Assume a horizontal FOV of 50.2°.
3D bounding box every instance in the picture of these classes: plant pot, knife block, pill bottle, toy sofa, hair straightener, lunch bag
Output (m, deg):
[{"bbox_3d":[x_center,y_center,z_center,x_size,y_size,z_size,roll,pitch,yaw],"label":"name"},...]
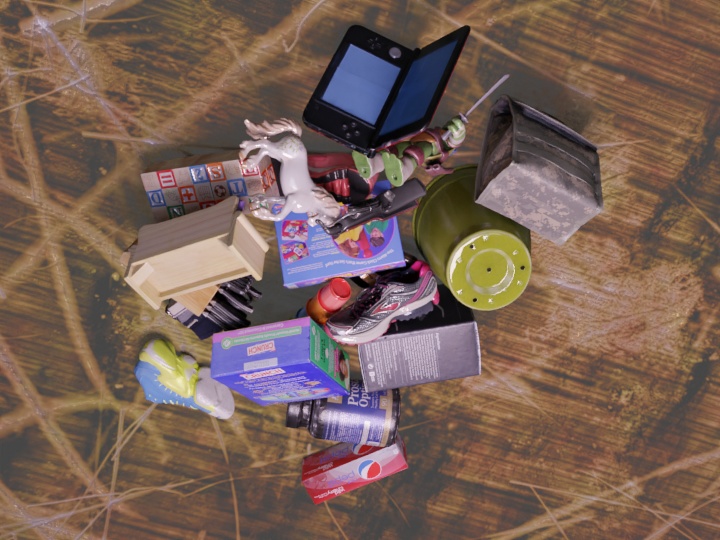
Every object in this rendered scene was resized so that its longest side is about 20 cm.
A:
[{"bbox_3d":[0.185,-0.039,1.205,0.196,0.194,0.204,0,115,-1],"label":"plant pot"},{"bbox_3d":[-0.262,0.027,1.222,0.196,0.064,0.179,-5,115,14],"label":"knife block"},{"bbox_3d":[-0.033,0.249,1.378,0.196,0.112,0.114,8,115,-6],"label":"pill bottle"},{"bbox_3d":[-0.236,-0.025,1.116,0.196,0.099,0.083,-16,138,20],"label":"toy sofa"},{"bbox_3d":[0.020,-0.102,1.149,0.197,0.041,0.077,-19,160,-30],"label":"hair straightener"},{"bbox_3d":[0.268,-0.167,1.150,0.162,0.203,0.118,25,139,-16],"label":"lunch bag"}]

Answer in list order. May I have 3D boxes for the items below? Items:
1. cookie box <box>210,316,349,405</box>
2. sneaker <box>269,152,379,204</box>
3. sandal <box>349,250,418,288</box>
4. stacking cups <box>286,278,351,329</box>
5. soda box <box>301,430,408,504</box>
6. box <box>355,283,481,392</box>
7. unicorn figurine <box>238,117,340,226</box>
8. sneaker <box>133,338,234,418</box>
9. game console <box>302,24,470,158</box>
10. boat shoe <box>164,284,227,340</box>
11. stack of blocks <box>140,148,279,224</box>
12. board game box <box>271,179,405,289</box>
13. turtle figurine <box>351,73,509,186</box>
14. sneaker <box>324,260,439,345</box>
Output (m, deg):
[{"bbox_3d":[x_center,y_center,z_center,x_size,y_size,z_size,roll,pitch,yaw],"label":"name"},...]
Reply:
[{"bbox_3d":[-0.123,0.152,1.244,0.168,0.077,0.200,-10,156,14],"label":"cookie box"},{"bbox_3d":[-0.061,-0.151,1.220,0.196,0.087,0.075,11,123,20],"label":"sneaker"},{"bbox_3d":[0.000,0.000,1.277,0.195,0.056,0.082,4,155,-1],"label":"sandal"},{"bbox_3d":[-0.081,0.074,1.281,0.060,0.061,0.200,27,138,-13],"label":"stacking cups"},{"bbox_3d":[-0.012,0.365,1.455,0.197,0.070,0.064,-24,115,9],"label":"soda box"},{"bbox_3d":[0.094,0.109,1.296,0.196,0.149,0.106,-8,115,3],"label":"box"},{"bbox_3d":[-0.102,-0.125,1.129,0.135,0.074,0.204,-13,112,-12],"label":"unicorn figurine"},{"bbox_3d":[-0.322,0.210,1.384,0.200,0.076,0.105,44,119,-11],"label":"sneaker"},{"bbox_3d":[0.034,-0.272,1.067,0.170,0.202,0.119,25,153,0],"label":"game console"},{"bbox_3d":[-0.232,0.038,1.304,0.198,0.075,0.093,-32,116,22],"label":"boat shoe"},{"bbox_3d":[-0.231,-0.120,1.210,0.196,0.059,0.117,-6,115,15],"label":"stack of blocks"},{"bbox_3d":[-0.035,-0.057,1.236,0.196,0.045,0.137,-11,80,4],"label":"board game box"},{"bbox_3d":[0.084,-0.219,1.137,0.144,0.193,0.201,43,145,17],"label":"turtle figurine"},{"bbox_3d":[0.029,0.048,1.222,0.197,0.081,0.076,-27,128,-14],"label":"sneaker"}]
